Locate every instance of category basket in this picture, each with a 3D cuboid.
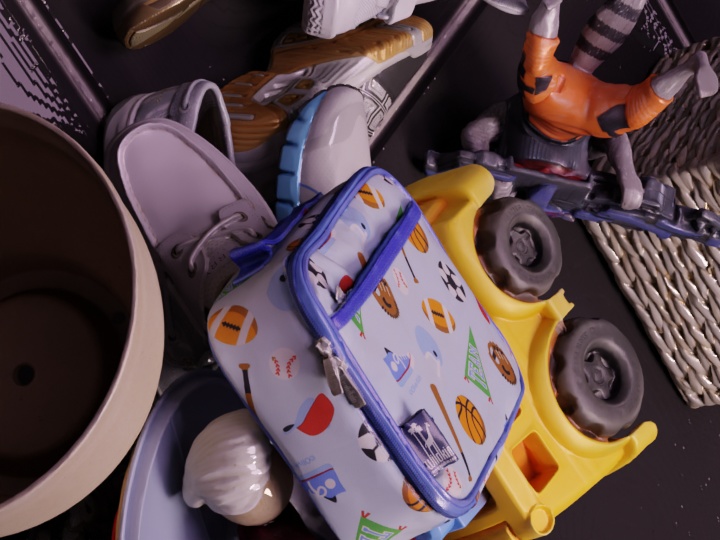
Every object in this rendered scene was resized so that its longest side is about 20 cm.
[{"bbox_3d":[0.271,-0.043,1.782,0.201,0.160,0.198,58,44,-22],"label":"basket"}]

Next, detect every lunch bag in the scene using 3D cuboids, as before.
[{"bbox_3d":[0.004,0.038,1.292,0.161,0.075,0.200,58,21,-9],"label":"lunch bag"}]

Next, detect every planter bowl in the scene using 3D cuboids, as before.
[{"bbox_3d":[-0.174,0.037,1.249,0.135,0.199,0.202,47,43,-66],"label":"planter bowl"}]

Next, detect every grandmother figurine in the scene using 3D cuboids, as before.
[{"bbox_3d":[-0.028,0.148,1.289,0.060,0.121,0.201,-35,121,-14],"label":"grandmother figurine"}]

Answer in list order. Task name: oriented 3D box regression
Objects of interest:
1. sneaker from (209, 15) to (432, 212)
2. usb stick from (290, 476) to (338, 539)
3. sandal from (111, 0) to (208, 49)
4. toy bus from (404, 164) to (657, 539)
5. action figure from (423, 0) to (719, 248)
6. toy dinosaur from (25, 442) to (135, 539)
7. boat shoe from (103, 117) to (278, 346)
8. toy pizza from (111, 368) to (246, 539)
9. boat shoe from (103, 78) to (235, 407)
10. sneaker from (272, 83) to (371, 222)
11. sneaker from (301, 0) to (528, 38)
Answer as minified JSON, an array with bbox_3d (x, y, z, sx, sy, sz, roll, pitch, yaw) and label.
[{"bbox_3d":[-0.023,-0.086,1.539,0.200,0.075,0.088,-39,130,-47],"label":"sneaker"},{"bbox_3d":[0.001,0.149,1.522,0.200,0.032,0.056,37,53,-37],"label":"usb stick"},{"bbox_3d":[-0.078,-0.188,1.497,0.054,0.080,0.200,48,47,3],"label":"sandal"},{"bbox_3d":[0.041,0.071,1.504,0.192,0.135,0.201,-40,102,-42],"label":"toy bus"},{"bbox_3d":[0.149,-0.090,1.638,0.199,0.194,0.105,17,57,-14],"label":"action figure"},{"bbox_3d":[-0.106,0.137,1.388,0.200,0.077,0.103,40,70,-50],"label":"toy dinosaur"},{"bbox_3d":[-0.062,0.001,1.366,0.071,0.069,0.200,-36,82,-6],"label":"boat shoe"},{"bbox_3d":[-0.082,0.149,1.308,0.200,0.031,0.202,-2,90,-70],"label":"toy pizza"},{"bbox_3d":[-0.085,0.001,1.436,0.074,0.064,0.203,-6,85,-49],"label":"boat shoe"},{"bbox_3d":[0.000,0.000,1.432,0.075,0.086,0.202,19,73,-63],"label":"sneaker"},{"bbox_3d":[0.040,-0.183,1.554,0.200,0.114,0.076,-57,156,-59],"label":"sneaker"}]
